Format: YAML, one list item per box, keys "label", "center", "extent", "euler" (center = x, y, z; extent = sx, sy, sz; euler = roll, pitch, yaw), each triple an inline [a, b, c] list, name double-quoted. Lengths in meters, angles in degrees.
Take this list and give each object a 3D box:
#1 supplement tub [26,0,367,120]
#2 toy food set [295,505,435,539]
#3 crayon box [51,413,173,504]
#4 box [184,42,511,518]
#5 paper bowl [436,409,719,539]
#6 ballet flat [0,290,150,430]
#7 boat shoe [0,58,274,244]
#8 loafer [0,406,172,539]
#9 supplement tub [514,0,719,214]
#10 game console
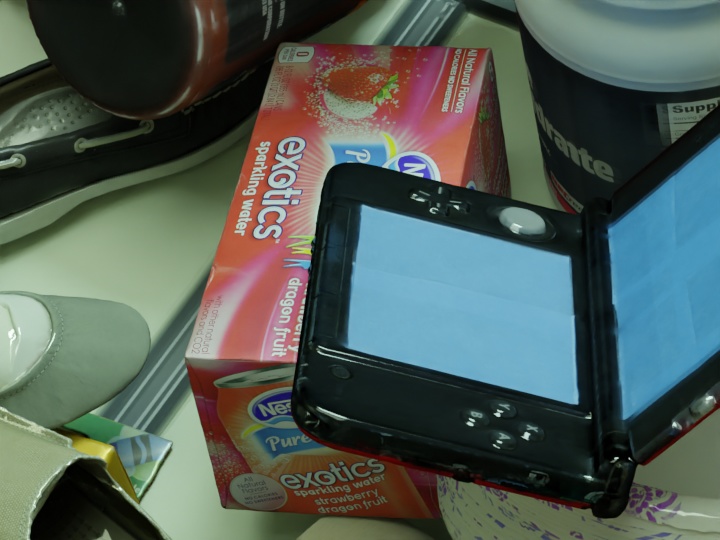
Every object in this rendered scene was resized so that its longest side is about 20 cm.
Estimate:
- label: "supplement tub"
  center: [-0.053, -0.149, 1.163]
  extent: [0.107, 0.107, 0.200]
  euler: [25, 36, 26]
- label: "toy food set"
  center: [-0.010, 0.190, 0.998]
  extent: [0.200, 0.060, 0.143]
  euler: [-41, 47, -20]
- label: "crayon box"
  center: [-0.182, 0.123, 1.077]
  extent: [0.125, 0.052, 0.200]
  euler: [16, 59, 22]
- label: "box"
  center: [0.000, 0.000, 1.080]
  extent: [0.099, 0.096, 0.200]
  euler: [2, 44, 12]
- label: "paper bowl"
  center: [0.129, 0.082, 0.983]
  extent: [0.200, 0.105, 0.201]
  euler: [2, 28, -1]
- label: "ballet flat"
  center: [-0.188, 0.043, 1.063]
  extent: [0.199, 0.064, 0.068]
  euler: [-14, 54, 2]
- label: "boat shoe"
  center: [-0.122, -0.079, 1.200]
  extent: [0.200, 0.060, 0.074]
  euler: [-25, 47, -10]
- label: "loafer"
  center: [-0.131, 0.093, 0.993]
  extent: [0.200, 0.068, 0.076]
  euler: [31, 53, 8]
- label: "supplement tub"
  center: [0.137, -0.103, 1.079]
  extent: [0.140, 0.200, 0.141]
  euler: [-6, 54, 8]
- label: "game console"
  center: [0.074, -0.016, 0.918]
  extent: [0.172, 0.119, 0.200]
  euler: [14, 27, -4]
